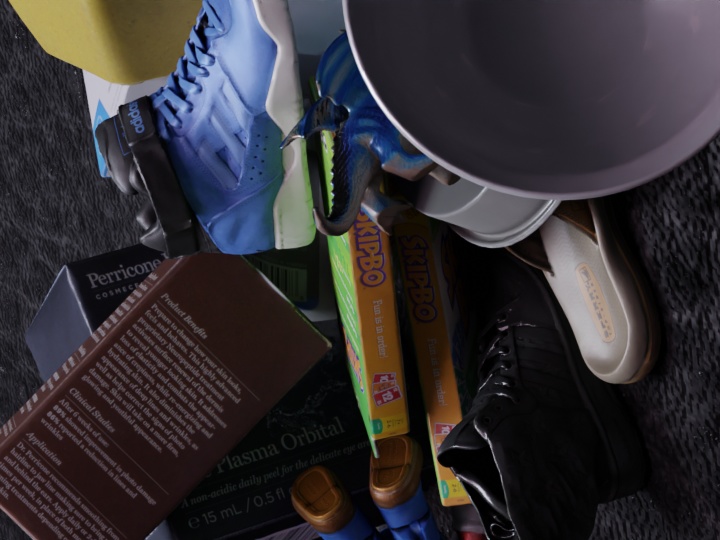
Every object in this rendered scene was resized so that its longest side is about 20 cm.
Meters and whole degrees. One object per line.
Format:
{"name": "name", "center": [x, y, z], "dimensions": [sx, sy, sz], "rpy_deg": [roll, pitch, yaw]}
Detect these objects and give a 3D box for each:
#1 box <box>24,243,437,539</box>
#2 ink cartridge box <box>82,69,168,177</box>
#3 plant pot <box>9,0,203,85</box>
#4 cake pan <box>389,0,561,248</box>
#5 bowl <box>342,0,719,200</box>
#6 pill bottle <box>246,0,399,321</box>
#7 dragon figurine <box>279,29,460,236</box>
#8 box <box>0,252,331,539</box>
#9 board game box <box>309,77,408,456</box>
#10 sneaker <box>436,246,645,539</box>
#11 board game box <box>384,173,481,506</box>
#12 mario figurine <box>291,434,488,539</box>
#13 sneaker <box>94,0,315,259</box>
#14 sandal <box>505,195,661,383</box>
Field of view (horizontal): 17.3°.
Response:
{"name": "box", "center": [-0.080, 0.080, 1.508], "dimensions": [0.200, 0.196, 0.117], "rpy_deg": [65, 152, 16]}
{"name": "ink cartridge box", "center": [-0.148, -0.176, 1.583], "dimensions": [0.116, 0.068, 0.201], "rpy_deg": [116, 147, -54]}
{"name": "plant pot", "center": [-0.125, -0.224, 1.413], "dimensions": [0.194, 0.195, 0.201], "rpy_deg": [28, 127, 55]}
{"name": "cake pan", "center": [0.062, -0.113, 1.234], "dimensions": [0.200, 0.037, 0.201], "rpy_deg": [-16, 72, 61]}
{"name": "bowl", "center": [0.092, -0.126, 1.103], "dimensions": [0.090, 0.200, 0.202], "rpy_deg": [80, 169, -83]}
{"name": "pill bottle", "center": [-0.028, -0.077, 1.393], "dimensions": [0.114, 0.114, 0.200], "rpy_deg": [50, 150, 39]}
{"name": "dragon figurine", "center": [0.001, -0.076, 1.157], "dimensions": [0.099, 0.200, 0.059], "rpy_deg": [41, 135, 11]}
{"name": "box", "center": [-0.123, 0.076, 1.363], "dimensions": [0.100, 0.200, 0.075], "rpy_deg": [46, 177, -10]}
{"name": "board game box", "center": [0.000, 0.000, 1.309], "dimensions": [0.096, 0.030, 0.200], "rpy_deg": [-108, 12, -53]}
{"name": "sneaker", "center": [0.084, 0.077, 1.294], "dimensions": [0.200, 0.104, 0.060], "rpy_deg": [62, 152, 21]}
{"name": "board game box", "center": [0.048, 0.025, 1.363], "dimensions": [0.096, 0.030, 0.201], "rpy_deg": [-53, -48, -71]}
{"name": "mario figurine", "center": [0.028, 0.182, 1.457], "dimensions": [0.123, 0.106, 0.200], "rpy_deg": [2, 134, 34]}
{"name": "sneaker", "center": [-0.089, -0.092, 1.265], "dimensions": [0.077, 0.111, 0.200], "rpy_deg": [-107, 9, -53]}
{"name": "sandal", "center": [0.097, -0.029, 1.263], "dimensions": [0.201, 0.054, 0.080], "rpy_deg": [68, 153, 10]}
